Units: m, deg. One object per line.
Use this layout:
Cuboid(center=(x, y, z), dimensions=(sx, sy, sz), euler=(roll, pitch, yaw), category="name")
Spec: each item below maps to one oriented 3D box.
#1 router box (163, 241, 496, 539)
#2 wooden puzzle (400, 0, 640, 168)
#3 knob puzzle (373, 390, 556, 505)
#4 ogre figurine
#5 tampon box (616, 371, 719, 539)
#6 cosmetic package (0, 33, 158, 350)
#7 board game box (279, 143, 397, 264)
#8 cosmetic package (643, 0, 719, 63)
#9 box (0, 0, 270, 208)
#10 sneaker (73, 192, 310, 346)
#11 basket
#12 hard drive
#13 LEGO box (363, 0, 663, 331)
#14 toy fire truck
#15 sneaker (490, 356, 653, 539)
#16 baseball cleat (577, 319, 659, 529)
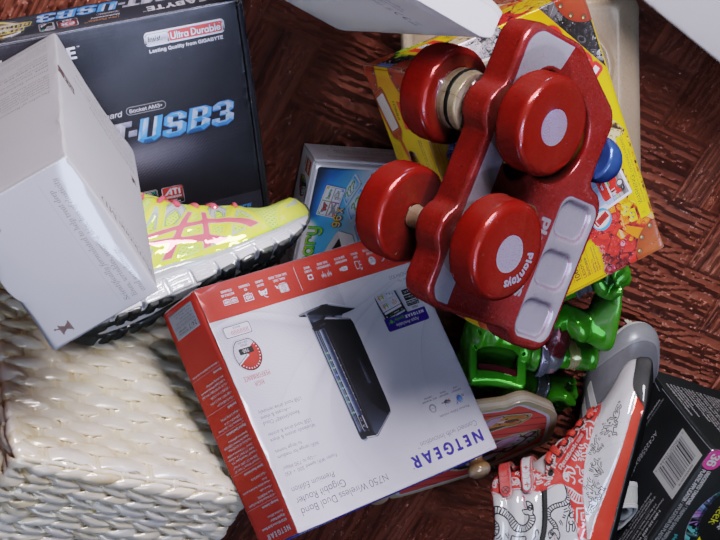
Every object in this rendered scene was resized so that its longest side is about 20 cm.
Cuboid(center=(-0.018, 0.080, 1.186), dimensions=(0.199, 0.180, 0.049), euler=(-18, 169, -41), category="router box")
Cuboid(center=(0.120, -0.108, 1.254), dimensions=(0.199, 0.046, 0.186), euler=(-7, 102, -20), category="wooden puzzle")
Cuboid(center=(0.082, 0.154, 1.372), dimensions=(0.219, 0.031, 0.220), euler=(-17, 157, -7), category="knob puzzle")
Cuboid(center=(0.139, 0.052, 1.341), dimensions=(0.119, 0.099, 0.200), euler=(-1, 164, -12), category="ogre figurine")
Cuboid(center=(0.320, 0.202, 1.476), dimensions=(0.199, 0.126, 0.150), euler=(18, 113, -27), category="tampon box")
Cuboid(center=(-0.195, -0.055, 1.055), dimensions=(0.081, 0.200, 0.113), euler=(-29, 123, 3), category="cosmetic package")
Cuboid(center=(0.000, 0.000, 1.307), dimensions=(0.126, 0.035, 0.201), euler=(3, 118, -20), category="board game box")
Cuboid(center=(0.285, -0.213, 1.245), dimensions=(0.200, 0.085, 0.108), euler=(29, 110, -31), category="cosmetic package")
Cuboid(center=(-0.171, -0.093, 1.189), dimensions=(0.199, 0.050, 0.199), euler=(-12, 124, -11), category="box")
Cuboid(center=(-0.127, -0.023, 1.174), dimensions=(0.199, 0.091, 0.078), euler=(-21, 167, -28), category="sneaker")
Cuboid(center=(-0.209, 0.127, 1.192), dimensions=(0.199, 0.199, 0.161), euler=(14, 127, -31), category="basket")
Cuboid(center=(-0.012, -0.192, 1.093), dimensions=(0.132, 0.200, 0.026), euler=(25, 87, -29), category="hard drive")
Cuboid(center=(0.111, -0.082, 1.189), dimensions=(0.148, 0.077, 0.201), euler=(-26, 108, -15), category="LEGO box")
Cuboid(center=(0.103, -0.056, 1.103), dimensions=(0.168, 0.112, 0.201), euler=(19, 92, -48), category="toy fire truck")
Cuboid(center=(0.169, 0.158, 1.364), dimensions=(0.107, 0.067, 0.202), euler=(16, 94, 15), category="sneaker")
Cuboid(center=(0.220, 0.146, 1.420), dimensions=(0.069, 0.107, 0.201), euler=(6, 118, -28), category="baseball cleat")
